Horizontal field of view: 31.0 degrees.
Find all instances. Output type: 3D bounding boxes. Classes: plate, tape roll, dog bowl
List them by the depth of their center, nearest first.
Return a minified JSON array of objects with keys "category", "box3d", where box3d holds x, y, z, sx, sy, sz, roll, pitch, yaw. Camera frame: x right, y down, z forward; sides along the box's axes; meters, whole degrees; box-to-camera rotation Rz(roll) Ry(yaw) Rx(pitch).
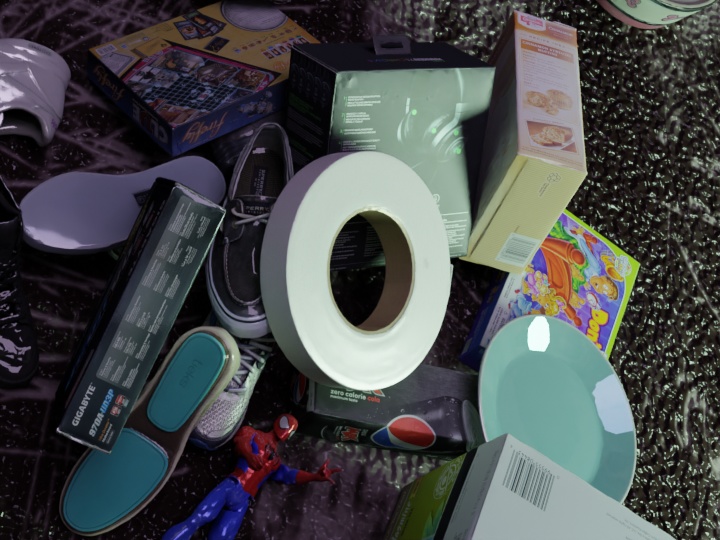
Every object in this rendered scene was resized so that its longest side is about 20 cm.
[{"category":"tape roll","box3d":[0.000,0.000,1.107,0.201,0.037,0.207,-1,91,-45]},{"category":"plate","box3d":[0.179,0.140,1.209,0.198,0.025,0.203,16,62,-31]},{"category":"dog bowl","box3d":[0.343,-0.383,1.570,0.197,0.074,0.203,12,62,-23]}]

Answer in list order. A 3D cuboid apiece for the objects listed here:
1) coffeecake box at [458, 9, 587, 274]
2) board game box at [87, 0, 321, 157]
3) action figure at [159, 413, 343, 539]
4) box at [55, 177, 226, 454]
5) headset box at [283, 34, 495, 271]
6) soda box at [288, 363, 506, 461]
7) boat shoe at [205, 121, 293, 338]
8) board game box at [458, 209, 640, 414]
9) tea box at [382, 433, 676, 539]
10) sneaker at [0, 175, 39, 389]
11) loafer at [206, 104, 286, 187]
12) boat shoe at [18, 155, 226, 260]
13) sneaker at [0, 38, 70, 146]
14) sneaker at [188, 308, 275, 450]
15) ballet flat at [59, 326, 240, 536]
[{"category":"coffeecake box","box3d":[0.154,-0.126,1.277,0.072,0.154,0.202,14,49,-11]},{"category":"board game box","box3d":[-0.136,-0.190,1.219,0.199,0.035,0.135,-28,56,-34]},{"category":"action figure","box3d":[-0.094,0.191,1.064,0.066,0.098,0.201,52,50,-22]},{"category":"box","box3d":[-0.175,0.029,1.012,0.046,0.159,0.202,26,89,-15]},{"category":"headset box","box3d":[0.020,-0.114,1.196,0.172,0.203,0.093,-8,27,-29]},{"category":"soda box","box3d":[0.035,0.124,1.183,0.197,0.063,0.072,13,62,-22]},{"category":"boat shoe","box3d":[-0.093,-0.041,1.104,0.071,0.071,0.203,4,54,-7]},{"category":"board game box","box3d":[0.195,0.040,1.316,0.134,0.045,0.202,33,57,-11]},{"category":"tea box","box3d":[0.133,0.263,1.090,0.199,0.197,0.135,33,57,-11]},{"category":"sneaker","box3d":[-0.300,-0.012,1.042,0.059,0.104,0.202,-15,76,-32]},{"category":"loafer","box3d":[-0.059,-0.141,1.251,0.198,0.073,0.073,-15,71,-33]},{"category":"boat shoe","box3d":[-0.212,-0.050,1.128,0.198,0.068,0.074,-24,79,-40]},{"category":"sneaker","box3d":[-0.345,-0.161,1.103,0.197,0.075,0.101,11,62,-23]},{"category":"sneaker","box3d":[-0.107,0.056,1.125,0.076,0.085,0.202,25,59,-15]},{"category":"ballet flat","box3d":[-0.167,0.130,1.059,0.069,0.069,0.201,41,90,-5]}]
